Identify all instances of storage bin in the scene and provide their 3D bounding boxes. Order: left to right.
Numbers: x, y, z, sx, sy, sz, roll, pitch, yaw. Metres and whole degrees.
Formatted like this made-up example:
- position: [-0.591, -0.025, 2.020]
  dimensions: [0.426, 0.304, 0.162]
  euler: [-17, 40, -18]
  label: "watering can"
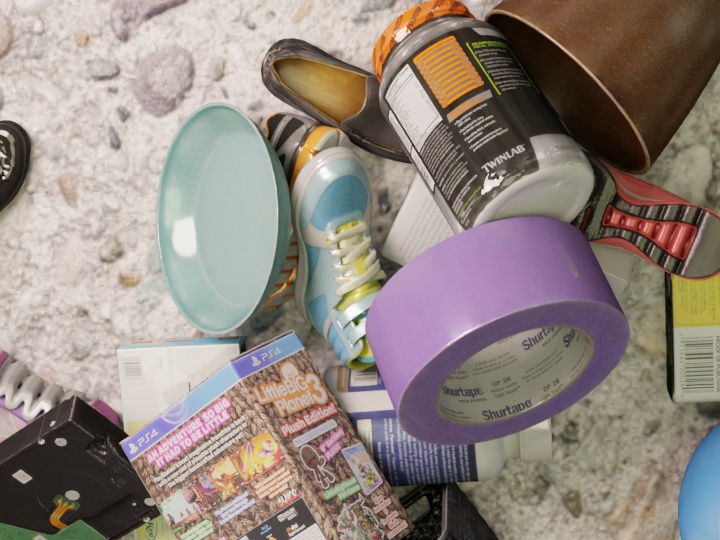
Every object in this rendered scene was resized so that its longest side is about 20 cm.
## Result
- position: [0.049, 0.273, 1.395]
  dimensions: [0.135, 0.200, 0.094]
  euler: [-37, 95, 9]
  label: "storage bin"

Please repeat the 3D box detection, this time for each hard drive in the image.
- position: [-0.279, 0.203, 1.436]
  dimensions: [0.200, 0.038, 0.140]
  euler: [-33, 121, 25]
  label: "hard drive"

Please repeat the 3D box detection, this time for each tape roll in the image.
- position: [0.110, 0.052, 1.279]
  dimensions: [0.199, 0.200, 0.085]
  euler: [-26, 58, 7]
  label: "tape roll"

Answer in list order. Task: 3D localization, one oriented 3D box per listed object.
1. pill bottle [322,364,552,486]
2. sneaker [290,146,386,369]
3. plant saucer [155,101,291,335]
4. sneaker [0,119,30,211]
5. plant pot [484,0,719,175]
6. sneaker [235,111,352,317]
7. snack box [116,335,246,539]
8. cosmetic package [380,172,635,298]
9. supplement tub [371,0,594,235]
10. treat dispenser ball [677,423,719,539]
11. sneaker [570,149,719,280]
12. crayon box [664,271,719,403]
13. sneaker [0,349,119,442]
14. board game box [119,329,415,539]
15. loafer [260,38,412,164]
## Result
- position: [0.069, 0.134, 1.415]
  dimensions: [0.199, 0.111, 0.112]
  euler: [-4, 100, 5]
  label: "pill bottle"
- position: [0.000, 0.000, 1.351]
  dimensions: [0.079, 0.131, 0.201]
  euler: [-22, 139, -19]
  label: "sneaker"
- position: [-0.114, -0.045, 1.381]
  dimensions: [0.036, 0.200, 0.201]
  euler: [-1, 103, -37]
  label: "plant saucer"
- position: [-0.369, -0.044, 1.413]
  dimensions: [0.060, 0.104, 0.200]
  euler: [37, 100, -3]
  label: "sneaker"
- position: [0.238, -0.216, 1.324]
  dimensions: [0.187, 0.187, 0.200]
  euler: [45, 84, -5]
  label: "plant pot"
- position: [-0.074, -0.049, 1.417]
  dimensions: [0.077, 0.078, 0.201]
  euler: [35, 111, 29]
  label: "sneaker"
- position: [-0.158, 0.164, 1.471]
  dimensions: [0.115, 0.037, 0.201]
  euler: [-2, 100, 5]
  label: "snack box"
- position: [0.130, -0.024, 1.383]
  dimensions: [0.199, 0.071, 0.102]
  euler: [26, 137, -2]
  label: "cosmetic package"
- position: [0.093, -0.119, 1.294]
  dimensions: [0.122, 0.123, 0.201]
  euler: [-33, 60, 9]
  label: "supplement tub"
- position: [0.374, 0.211, 1.365]
  dimensions: [0.199, 0.201, 0.202]
  euler: [1, 100, 3]
  label: "treat dispenser ball"
- position: [0.220, -0.046, 1.339]
  dimensions: [0.199, 0.087, 0.074]
  euler: [27, 98, 15]
  label: "sneaker"
- position: [0.373, 0.049, 1.412]
  dimensions: [0.199, 0.051, 0.128]
  euler: [-2, 100, 4]
  label: "crayon box"
- position: [-0.326, 0.132, 1.459]
  dimensions: [0.199, 0.081, 0.089]
  euler: [29, 108, -3]
  label: "sneaker"
- position: [-0.081, 0.183, 1.352]
  dimensions: [0.159, 0.097, 0.201]
  euler: [-36, 83, 35]
  label: "board game box"
- position: [0.003, -0.141, 1.390]
  dimensions: [0.199, 0.072, 0.073]
  euler: [21, 99, -1]
  label: "loafer"
